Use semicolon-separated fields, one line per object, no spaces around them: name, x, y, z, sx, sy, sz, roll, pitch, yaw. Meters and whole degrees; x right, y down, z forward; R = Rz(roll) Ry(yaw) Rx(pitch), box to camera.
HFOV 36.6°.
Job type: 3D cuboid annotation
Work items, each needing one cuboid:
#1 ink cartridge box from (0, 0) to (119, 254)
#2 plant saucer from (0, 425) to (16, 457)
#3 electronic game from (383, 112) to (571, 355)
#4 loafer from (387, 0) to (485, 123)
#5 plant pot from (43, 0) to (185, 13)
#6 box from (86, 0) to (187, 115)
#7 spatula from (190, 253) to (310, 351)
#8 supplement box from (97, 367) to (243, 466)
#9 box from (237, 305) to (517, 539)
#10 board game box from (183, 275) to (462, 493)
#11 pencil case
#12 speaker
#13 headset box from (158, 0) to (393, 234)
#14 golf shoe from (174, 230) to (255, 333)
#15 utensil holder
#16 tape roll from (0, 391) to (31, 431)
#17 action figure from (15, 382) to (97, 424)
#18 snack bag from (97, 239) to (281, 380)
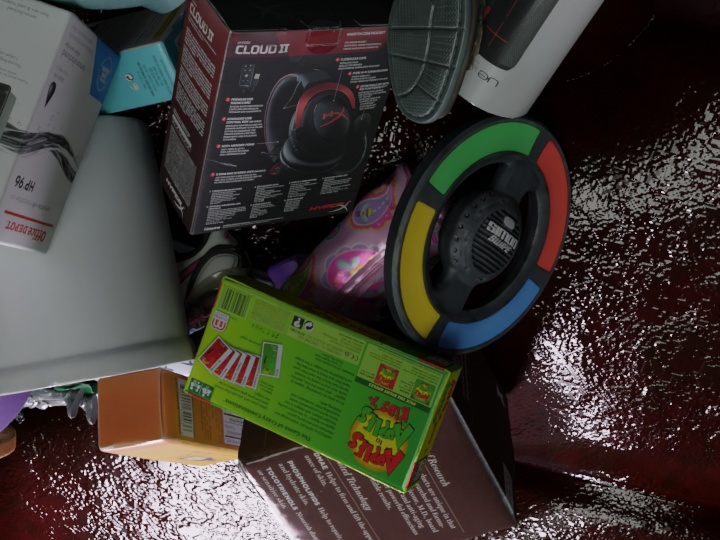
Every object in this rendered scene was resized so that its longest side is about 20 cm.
ink cartridge box;-0.245;-0.080;0.753;0.068;0.116;0.201;20;88;5
plant saucer;-0.458;0.164;1.121;0.199;0.200;0.032;6;94;7
electronic game;0.096;-0.027;0.860;0.042;0.200;0.200;27;143;45
loafer;0.065;-0.203;0.755;0.072;0.063;0.201;21;116;41
plant pot;-0.159;-0.256;0.726;0.134;0.201;0.200;27;130;-31
box;-0.225;-0.158;0.873;0.199;0.082;0.049;-9;125;19
spatula;-0.106;0.040;1.014;0.200;0.021;0.057;-29;115;22
supplement box;-0.162;0.139;1.004;0.066;0.069;0.200;-11;161;16
box;0.020;0.146;0.994;0.199;0.166;0.164;-20;121;16
board game box;-0.031;0.086;0.868;0.199;0.048;0.102;22;97;16
pencil case;0.000;0.000;0.921;0.087;0.088;0.200;40;108;-19
speaker;0.134;-0.205;0.765;0.081;0.081;0.200;26;129;-9
headset box;-0.059;-0.133;0.819;0.148;0.075;0.200;-11;137;-30
golf shoe;-0.181;0.021;0.997;0.200;0.073;0.092;-24;90;25
utensil holder;-0.235;-0.010;0.888;0.169;0.170;0.201;-12;87;20
tape roll;-0.418;0.101;1.040;0.199;0.200;0.066;-1;128;12
action figure;-0.371;0.125;1.131;0.199;0.055;0.118;6;163;18
snack bag;-0.159;0.064;1.069;0.188;0.021;0.200;18;126;-4
